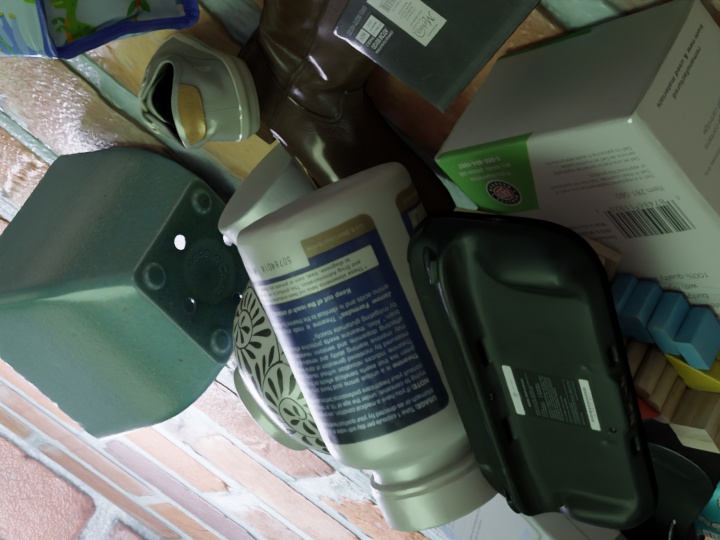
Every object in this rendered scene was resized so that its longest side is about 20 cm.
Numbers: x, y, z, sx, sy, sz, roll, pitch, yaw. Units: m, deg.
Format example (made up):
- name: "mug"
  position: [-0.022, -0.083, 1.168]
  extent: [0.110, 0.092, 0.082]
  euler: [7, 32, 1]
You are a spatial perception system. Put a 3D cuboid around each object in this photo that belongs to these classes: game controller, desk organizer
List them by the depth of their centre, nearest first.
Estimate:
- name: "desk organizer"
  position: [0.062, -0.158, 0.508]
  extent: [0.072, 0.077, 0.200]
  euler: [35, 156, -5]
- name: "game controller"
  position: [0.090, 0.056, 0.591]
  extent: [0.104, 0.042, 0.201]
  euler: [1, 129, 31]

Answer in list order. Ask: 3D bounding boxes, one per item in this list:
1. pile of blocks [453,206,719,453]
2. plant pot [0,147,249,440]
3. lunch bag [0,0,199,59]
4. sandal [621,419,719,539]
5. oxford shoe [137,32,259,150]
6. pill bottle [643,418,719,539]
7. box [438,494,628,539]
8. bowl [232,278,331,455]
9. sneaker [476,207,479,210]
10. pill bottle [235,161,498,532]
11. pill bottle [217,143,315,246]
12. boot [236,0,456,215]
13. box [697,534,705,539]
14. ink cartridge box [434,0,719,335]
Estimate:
- name: "pile of blocks"
  position: [0.124, 0.036, 0.605]
  extent: [0.199, 0.062, 0.082]
  euler: [26, 156, 16]
- name: "plant pot"
  position: [-0.190, 0.011, 1.006]
  extent: [0.199, 0.197, 0.196]
  euler: [-11, 132, 44]
- name: "lunch bag"
  position: [-0.190, -0.226, 0.638]
  extent: [0.169, 0.127, 0.201]
  euler: [9, 117, 41]
- name: "sandal"
  position: [0.179, 0.164, 0.737]
  extent: [0.076, 0.043, 0.201]
  euler: [22, 147, 24]
- name: "oxford shoe"
  position: [-0.124, -0.117, 0.774]
  extent: [0.200, 0.057, 0.076]
  euler: [-153, 48, -64]
- name: "pill bottle"
  position: [0.250, 0.124, 0.763]
  extent: [0.199, 0.111, 0.111]
  euler: [17, 151, 30]
- name: "box"
  position: [0.121, 0.189, 0.786]
  extent: [0.200, 0.041, 0.156]
  euler: [42, 155, 22]
- name: "bowl"
  position: [-0.039, 0.082, 0.923]
  extent: [0.201, 0.094, 0.201]
  euler: [43, -165, -15]
- name: "sneaker"
  position: [0.122, 0.037, 0.747]
  extent: [0.078, 0.075, 0.201]
  euler: [167, 88, -78]
- name: "pill bottle"
  position: [0.014, 0.047, 0.688]
  extent: [0.111, 0.111, 0.201]
  euler: [-10, 106, 57]
- name: "pill bottle"
  position: [0.000, 0.000, 0.836]
  extent: [0.200, 0.110, 0.109]
  euler: [41, 154, -18]
- name: "boot"
  position: [0.009, -0.111, 0.689]
  extent: [0.186, 0.064, 0.200]
  euler: [32, 151, -3]
- name: "box"
  position: [0.167, 0.184, 0.949]
  extent: [0.199, 0.050, 0.159]
  euler: [17, 170, -42]
- name: "ink cartridge box"
  position: [0.161, -0.030, 0.615]
  extent: [0.200, 0.085, 0.146]
  euler: [44, 154, -25]
